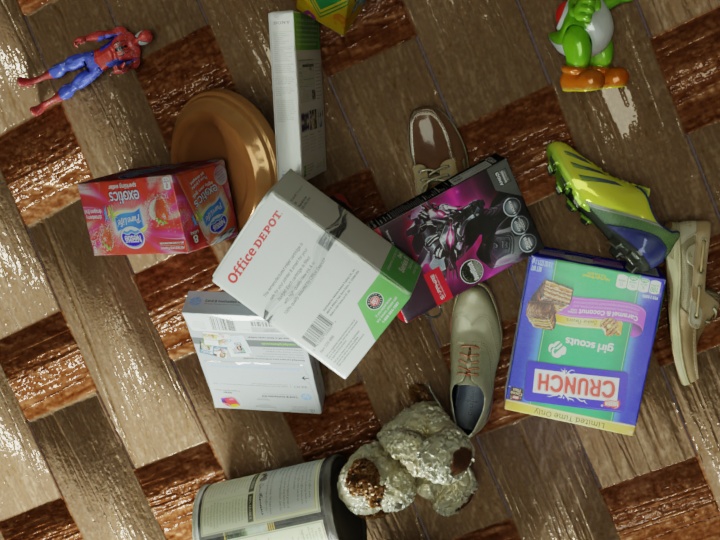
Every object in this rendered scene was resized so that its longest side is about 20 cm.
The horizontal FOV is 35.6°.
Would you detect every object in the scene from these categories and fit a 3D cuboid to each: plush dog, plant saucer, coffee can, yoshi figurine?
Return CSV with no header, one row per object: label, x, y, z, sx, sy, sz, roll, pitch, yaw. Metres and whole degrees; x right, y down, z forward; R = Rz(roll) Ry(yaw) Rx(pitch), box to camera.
plush dog,0.046,0.248,1.440,0.170,0.201,0.161,-30,62,-9
plant saucer,-0.178,-0.128,1.430,0.198,0.037,0.204,17,117,36
coffee can,-0.106,0.339,1.496,0.197,0.146,0.149,-14,98,14
yoshi figurine,0.285,-0.316,1.315,0.110,0.112,0.204,-6,98,-4

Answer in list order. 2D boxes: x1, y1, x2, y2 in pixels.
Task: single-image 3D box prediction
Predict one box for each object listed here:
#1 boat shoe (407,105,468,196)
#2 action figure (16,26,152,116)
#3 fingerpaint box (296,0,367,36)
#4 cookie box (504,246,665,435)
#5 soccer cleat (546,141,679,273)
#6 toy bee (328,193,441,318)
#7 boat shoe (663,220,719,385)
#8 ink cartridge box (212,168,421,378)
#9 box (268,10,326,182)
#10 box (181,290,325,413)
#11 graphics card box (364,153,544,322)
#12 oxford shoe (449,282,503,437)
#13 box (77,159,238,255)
boat shoe,0.103,-0.107,1.404,0.074,0.072,0.203,-15,98,14
action figure,-0.363,-0.265,1.460,0.197,0.099,0.066,-24,97,13
fingerpaint box,0.008,-0.398,1.278,0.073,0.167,0.202,30,73,4
cookie box,0.278,0.086,1.404,0.168,0.075,0.204,10,103,9
soccer cleat,0.304,-0.088,1.361,0.083,0.065,0.201,-37,70,-3
toy bee,0.000,0.000,1.416,0.199,0.108,0.132,35,142,23
boat shoe,0.408,0.041,1.370,0.063,0.071,0.204,-4,99,13
ink cartridge box,-0.050,0.003,1.302,0.199,0.084,0.146,37,118,-4
box,-0.076,-0.215,1.383,0.036,0.144,0.204,0,101,10
box,-0.134,0.109,1.456,0.153,0.042,0.202,2,136,11
graphics card box,0.110,-0.039,1.357,0.198,0.051,0.127,-27,105,-3
oxford shoe,0.147,0.116,1.437,0.069,0.074,0.204,-1,101,11
box,-0.260,-0.079,1.431,0.198,0.095,0.102,0,106,41
